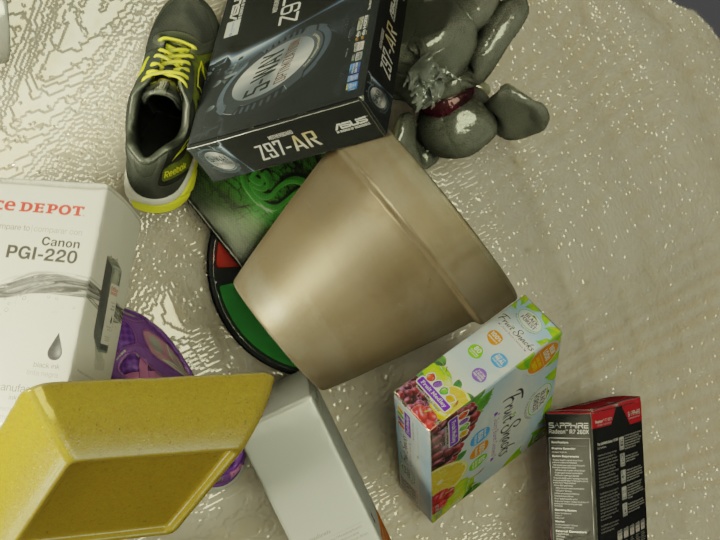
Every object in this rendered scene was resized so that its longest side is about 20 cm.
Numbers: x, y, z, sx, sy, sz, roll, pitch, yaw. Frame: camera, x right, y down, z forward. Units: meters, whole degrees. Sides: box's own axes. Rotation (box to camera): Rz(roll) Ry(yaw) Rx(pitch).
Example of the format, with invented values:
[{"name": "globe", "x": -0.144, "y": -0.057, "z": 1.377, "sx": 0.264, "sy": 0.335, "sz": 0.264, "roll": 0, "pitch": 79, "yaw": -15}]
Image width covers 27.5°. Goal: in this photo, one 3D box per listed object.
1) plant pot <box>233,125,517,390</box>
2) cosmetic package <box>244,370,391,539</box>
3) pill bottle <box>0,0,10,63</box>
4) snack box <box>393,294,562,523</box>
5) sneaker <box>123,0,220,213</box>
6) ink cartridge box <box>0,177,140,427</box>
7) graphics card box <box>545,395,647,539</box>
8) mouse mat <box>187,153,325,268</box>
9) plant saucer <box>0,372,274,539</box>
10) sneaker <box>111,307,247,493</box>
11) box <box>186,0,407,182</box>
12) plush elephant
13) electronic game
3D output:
[{"name": "plant pot", "x": 0.000, "y": 0.000, "z": 1.196, "sx": 0.173, "sy": 0.200, "sz": 0.200, "roll": -40, "pitch": 102, "yaw": 0}, {"name": "cosmetic package", "x": -0.032, "y": 0.194, "z": 1.250, "sx": 0.071, "sy": 0.101, "sz": 0.200, "roll": -25, "pitch": 101, "yaw": 1}, {"name": "pill bottle", "x": -0.379, "y": -0.196, "z": 1.147, "sx": 0.200, "sy": 0.111, "sz": 0.111, "roll": -7, "pitch": 91, "yaw": -19}, {"name": "snack box", "x": 0.099, "y": 0.123, "z": 1.264, "sx": 0.142, "sy": 0.200, "sz": 0.053, "roll": -37, "pitch": 64, "yaw": -17}, {"name": "sneaker", "x": -0.151, "y": -0.149, "z": 1.216, "sx": 0.074, "sy": 0.085, "sz": 0.200, "roll": 6, "pitch": 68, "yaw": -1}, {"name": "ink cartridge box", "x": -0.265, "y": 0.032, "z": 1.148, "sx": 0.145, "sy": 0.085, "sz": 0.200, "roll": 4, "pitch": 71, "yaw": 12}, {"name": "graphics card box", "x": 0.218, "y": 0.220, "z": 1.342, "sx": 0.125, "sy": 0.051, "sz": 0.201, "roll": -3, "pitch": 89, "yaw": -59}, {"name": "mouse mat", "x": -0.071, "y": -0.086, "z": 1.274, "sx": 0.161, "sy": 0.008, "sz": 0.200, "roll": -40, "pitch": 92, "yaw": -16}, {"name": "plant saucer", "x": -0.181, "y": 0.152, "z": 1.104, "sx": 0.200, "sy": 0.200, "sz": 0.049, "roll": -1, "pitch": 55, "yaw": -35}, {"name": "sneaker", "x": -0.162, "y": 0.106, "z": 1.227, "sx": 0.080, "sy": 0.088, "sz": 0.200, "roll": -45, "pitch": 101, "yaw": -13}, {"name": "box", "x": -0.046, "y": -0.174, "z": 1.197, "sx": 0.044, "sy": 0.160, "sz": 0.200, "roll": 53, "pitch": 35, "yaw": -41}, {"name": "plush elephant", "x": 0.077, "y": -0.169, "z": 1.290, "sx": 0.164, "sy": 0.155, "sz": 0.200, "roll": -9, "pitch": 48, "yaw": 15}, {"name": "electronic game", "x": -0.037, "y": -0.006, "z": 1.297, "sx": 0.199, "sy": 0.042, "sz": 0.201, "roll": 0, "pitch": 89, "yaw": -19}]
